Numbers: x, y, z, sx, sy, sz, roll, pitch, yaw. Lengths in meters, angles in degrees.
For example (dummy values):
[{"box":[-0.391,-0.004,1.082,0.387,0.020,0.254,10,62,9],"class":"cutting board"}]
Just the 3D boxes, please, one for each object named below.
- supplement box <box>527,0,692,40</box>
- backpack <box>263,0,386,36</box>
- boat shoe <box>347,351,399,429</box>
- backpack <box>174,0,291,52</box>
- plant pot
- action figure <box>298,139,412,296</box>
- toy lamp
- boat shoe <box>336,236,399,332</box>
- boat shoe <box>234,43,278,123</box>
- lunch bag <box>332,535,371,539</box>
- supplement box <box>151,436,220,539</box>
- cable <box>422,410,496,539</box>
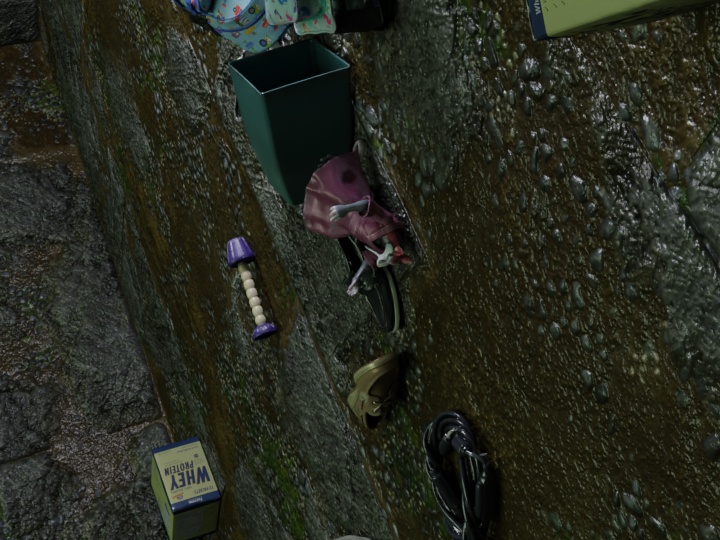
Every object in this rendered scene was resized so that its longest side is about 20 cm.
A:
[{"box":[0.216,-0.294,0.829,0.199,0.133,0.203,-177,75,-67],"class":"supplement box"},{"box":[-0.055,-0.408,1.453,0.177,0.148,0.203,-156,60,-65],"class":"backpack"},{"box":[0.029,0.180,1.676,0.065,0.071,0.201,61,162,19],"class":"boat shoe"},{"box":[-0.171,-0.427,1.672,0.184,0.134,0.200,-57,43,6],"class":"backpack"},{"box":[-0.092,-0.211,1.663,0.141,0.140,0.202,45,150,53],"class":"plant pot"},{"box":[0.008,-0.066,1.570,0.199,0.148,0.135,37,144,30],"class":"action figure"},{"box":[-0.215,0.033,2.204,0.202,0.057,0.058,70,157,11],"class":"toy lamp"},{"box":[0.001,-0.001,1.636,0.074,0.065,0.202,150,106,-67],"class":"boat shoe"},{"box":[-0.176,-0.326,1.871,0.071,0.063,0.202,58,151,37],"class":"boat shoe"},{"box":[-0.062,0.542,1.967,0.118,0.162,0.201,60,153,31],"class":"lunch bag"},{"box":[-0.480,0.602,3.066,0.201,0.133,0.201,104,146,-49],"class":"supplement box"},{"box":[0.126,0.294,1.515,0.163,0.050,0.203,-138,40,-55],"class":"cable"}]
